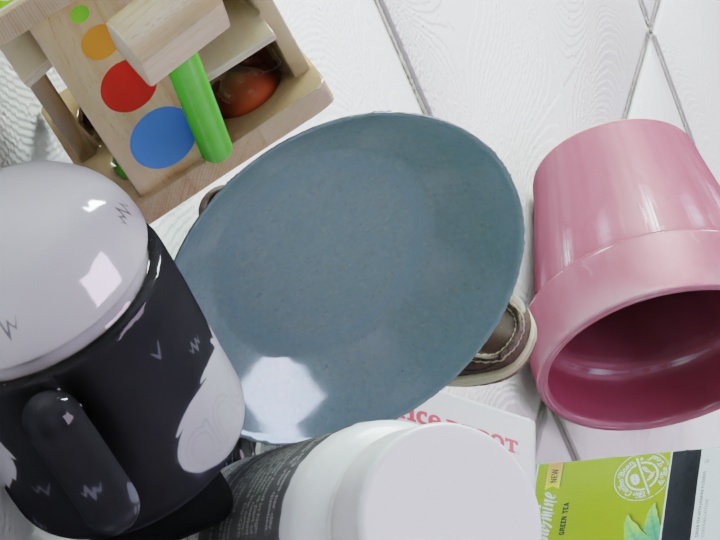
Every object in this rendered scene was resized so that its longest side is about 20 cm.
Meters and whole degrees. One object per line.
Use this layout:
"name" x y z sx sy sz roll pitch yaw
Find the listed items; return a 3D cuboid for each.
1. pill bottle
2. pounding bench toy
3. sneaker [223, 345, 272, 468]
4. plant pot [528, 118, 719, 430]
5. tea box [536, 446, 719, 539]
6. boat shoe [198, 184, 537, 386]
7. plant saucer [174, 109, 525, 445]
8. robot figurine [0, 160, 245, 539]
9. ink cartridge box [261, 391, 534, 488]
"pill bottle" -0.004 0.132 1.180 0.113 0.200 0.113 6 76 -26
"pounding bench toy" -0.094 -0.100 1.159 0.156 0.124 0.200 60 -5 -38
"sneaker" -0.089 0.115 1.294 0.082 0.073 0.200 4 74 -45
"plant pot" 0.209 -0.006 1.840 0.200 0.200 0.179 45 28 -52
"tea box" 0.216 0.236 1.738 0.200 0.196 0.134 57 34 -43
"boat shoe" -0.003 0.006 1.346 0.075 0.202 0.075 -66 160 -16
"plant saucer" -0.013 -0.002 1.262 0.201 0.201 0.039 58 -3 -41
"robot figurine" -0.132 0.044 1.144 0.125 0.150 0.200 -47 130 -26
"ink cartridge box" 0.019 0.169 1.392 0.145 0.087 0.200 20 58 -32
